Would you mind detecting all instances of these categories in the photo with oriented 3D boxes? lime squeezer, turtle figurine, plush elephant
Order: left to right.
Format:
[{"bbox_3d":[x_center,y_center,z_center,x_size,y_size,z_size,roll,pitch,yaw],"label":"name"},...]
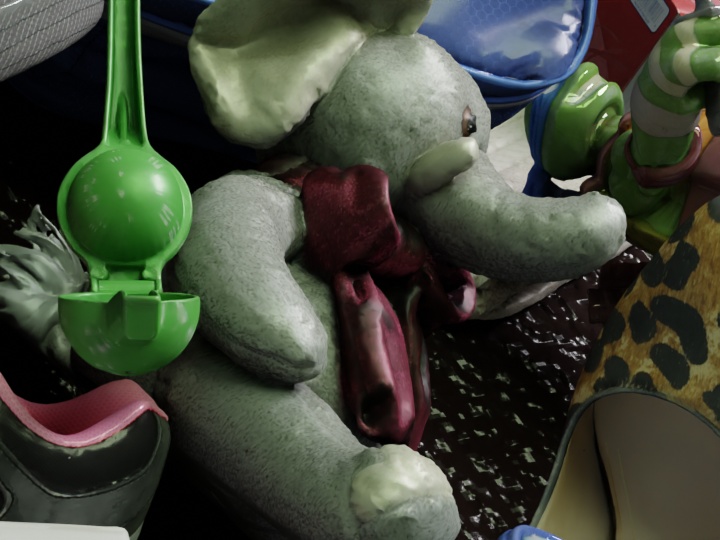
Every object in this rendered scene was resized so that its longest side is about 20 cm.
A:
[{"bbox_3d":[-0.064,-0.019,0.780,0.037,0.071,0.200,-12,34,3],"label":"lime squeezer"},{"bbox_3d":[0.000,0.000,0.875,0.200,0.155,0.165,36,-10,27],"label":"plush elephant"},{"bbox_3d":[0.155,-0.057,0.973,0.193,0.201,0.144,31,-7,20],"label":"turtle figurine"}]

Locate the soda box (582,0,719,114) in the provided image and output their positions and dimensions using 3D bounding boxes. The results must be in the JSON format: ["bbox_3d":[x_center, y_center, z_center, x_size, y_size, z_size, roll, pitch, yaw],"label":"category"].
[{"bbox_3d":[0.086,-0.138,1.151,0.070,0.064,0.201,4,44,-37],"label":"soda box"}]

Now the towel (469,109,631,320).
[{"bbox_3d":[0.051,-0.056,1.105,0.133,0.035,0.200,45,36,13],"label":"towel"}]

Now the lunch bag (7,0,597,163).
[{"bbox_3d":[-0.024,-0.120,0.961,0.199,0.132,0.137,12,68,-20],"label":"lunch bag"}]

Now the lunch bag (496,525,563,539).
[{"bbox_3d":[0.067,0.156,0.694,0.161,0.083,0.200,38,20,-10],"label":"lunch bag"}]

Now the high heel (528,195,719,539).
[{"bbox_3d":[0.063,0.086,0.814,0.071,0.201,0.142,19,25,25],"label":"high heel"}]

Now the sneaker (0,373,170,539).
[{"bbox_3d":[-0.138,0.031,0.779,0.199,0.096,0.079,25,7,-20],"label":"sneaker"}]

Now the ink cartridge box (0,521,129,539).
[{"bbox_3d":[-0.087,0.137,0.690,0.067,0.117,0.201,6,45,-33],"label":"ink cartridge box"}]

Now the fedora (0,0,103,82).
[{"bbox_3d":[-0.161,-0.074,0.789,0.176,0.200,0.091,-25,99,-26],"label":"fedora"}]
